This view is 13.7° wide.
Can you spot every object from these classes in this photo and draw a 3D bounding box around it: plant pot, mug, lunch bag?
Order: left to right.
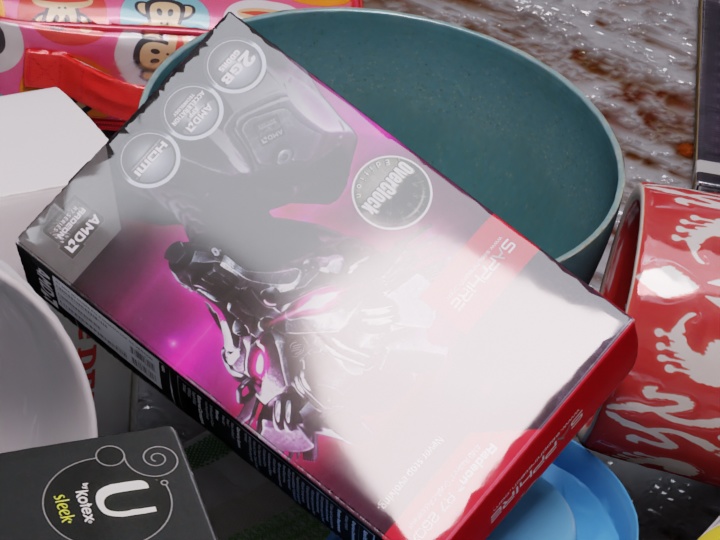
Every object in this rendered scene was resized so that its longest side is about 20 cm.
[{"bbox_3d":[-0.097,-0.125,1.447,0.199,0.082,0.177,5,37,-7],"label":"lunch bag"},{"bbox_3d":[0.000,0.000,1.252,0.199,0.135,0.200,6,36,-5],"label":"plant pot"},{"bbox_3d":[0.189,0.054,1.196,0.199,0.178,0.134,13,46,-3],"label":"mug"}]

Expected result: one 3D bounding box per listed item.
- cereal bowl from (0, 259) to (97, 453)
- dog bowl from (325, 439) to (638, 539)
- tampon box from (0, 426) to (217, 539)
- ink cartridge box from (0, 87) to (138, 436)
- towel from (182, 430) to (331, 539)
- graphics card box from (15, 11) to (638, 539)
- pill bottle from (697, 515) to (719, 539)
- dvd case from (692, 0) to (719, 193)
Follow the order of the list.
[{"bbox_3d":[-0.198,0.062,1.074,0.199,0.201,0.083,-9,31,-24],"label":"cereal bowl"},{"bbox_3d":[0.023,0.129,1.115,0.111,0.050,0.200,28,42,20],"label":"dog bowl"},{"bbox_3d":[-0.139,0.160,0.990,0.199,0.127,0.150,-9,42,-15],"label":"tampon box"},{"bbox_3d":[-0.191,0.022,1.169,0.199,0.147,0.084,-12,35,-28],"label":"ink cartridge box"},{"bbox_3d":[-0.046,0.148,1.137,0.149,0.031,0.200,-24,50,-35],"label":"towel"},{"bbox_3d":[-0.013,0.012,1.103,0.200,0.051,0.126,38,74,15],"label":"graphics card box"},{"bbox_3d":[0.134,0.164,1.078,0.112,0.112,0.200,27,40,23],"label":"pill bottle"},{"bbox_3d":[0.242,-0.080,1.519,0.148,0.016,0.200,11,35,0],"label":"dvd case"}]
